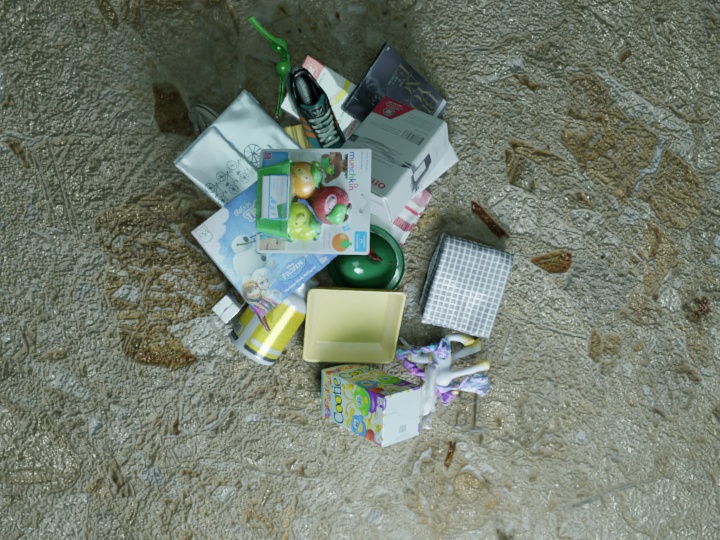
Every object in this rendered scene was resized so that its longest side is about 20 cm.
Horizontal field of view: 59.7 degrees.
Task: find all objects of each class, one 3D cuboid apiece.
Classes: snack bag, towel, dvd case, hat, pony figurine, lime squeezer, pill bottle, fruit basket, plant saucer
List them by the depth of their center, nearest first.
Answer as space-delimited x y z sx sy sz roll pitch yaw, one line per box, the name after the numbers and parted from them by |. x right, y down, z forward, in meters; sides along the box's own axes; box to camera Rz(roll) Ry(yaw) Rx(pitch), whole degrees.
-0.082 -0.121 1.081 0.198 0.094 0.187 1 86 10 | fruit basket
-0.212 -0.206 1.172 0.189 0.021 0.200 44 80 -9 | snack bag
-0.165 -0.413 1.245 0.037 0.071 0.201 6 131 23 | lime squeezer
0.000 0.000 1.253 0.200 0.176 0.166 43 104 -11 | hat
0.076 -0.333 1.264 0.200 0.016 0.149 32 92 -37 | dvd case
-0.173 0.086 1.296 0.112 0.112 0.201 35 94 -10 | pill bottle
-0.018 0.106 1.317 0.198 0.049 0.201 3 127 -7 | plant saucer
0.045 -0.115 1.335 0.143 0.023 0.201 30 94 -9 | towel
0.174 0.225 1.342 0.198 0.167 0.194 -4 60 -3 | pony figurine
0.224 0.037 1.345 0.164 0.086 0.202 14 97 -7 | towel

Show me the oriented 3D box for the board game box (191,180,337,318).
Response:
-0.167 -0.052 1.145 0.200 0.043 0.199 -40 95 -10 | board game box

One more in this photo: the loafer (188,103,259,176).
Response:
-0.278 -0.250 1.219 0.063 0.072 0.200 -38 71 -26 | loafer

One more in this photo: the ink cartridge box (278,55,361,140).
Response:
-0.050 -0.327 1.265 0.199 0.068 0.117 28 96 -15 | ink cartridge box

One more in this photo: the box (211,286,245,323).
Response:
-0.252 0.059 1.238 0.041 0.200 0.039 -42 98 1 | box

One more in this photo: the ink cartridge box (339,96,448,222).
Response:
0.051 -0.208 1.170 0.145 0.084 0.200 30 71 25 | ink cartridge box

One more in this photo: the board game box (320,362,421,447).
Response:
0.017 0.268 1.288 0.104 0.199 0.104 -6 101 -41 | board game box

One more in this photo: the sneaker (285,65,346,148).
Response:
-0.083 -0.290 1.189 0.071 0.080 0.201 -30 106 -2 | sneaker

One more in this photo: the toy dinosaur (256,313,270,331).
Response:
-0.242 0.004 1.248 0.105 0.181 0.202 18 82 -41 | toy dinosaur

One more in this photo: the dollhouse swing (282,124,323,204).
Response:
-0.152 -0.181 1.240 0.198 0.182 0.177 -12 111 -4 | dollhouse swing

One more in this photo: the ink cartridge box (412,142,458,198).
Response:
0.094 -0.211 1.279 0.200 0.050 0.109 -40 114 -9 | ink cartridge box
